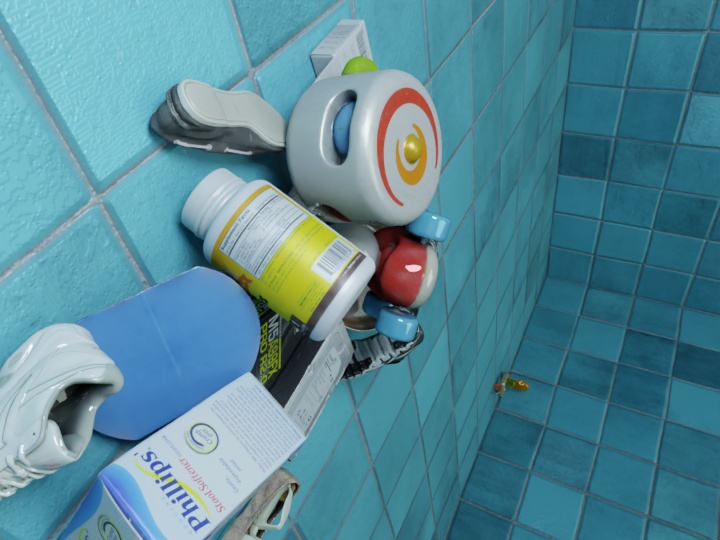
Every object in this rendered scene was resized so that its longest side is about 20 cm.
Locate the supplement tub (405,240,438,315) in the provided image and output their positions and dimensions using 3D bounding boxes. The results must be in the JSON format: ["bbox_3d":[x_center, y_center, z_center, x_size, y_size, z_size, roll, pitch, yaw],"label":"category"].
[{"bbox_3d":[0.073,0.006,1.037,0.201,0.122,0.123,-66,153,-19],"label":"supplement tub"}]

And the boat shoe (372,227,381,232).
[{"bbox_3d":[0.031,-0.083,0.981,0.201,0.056,0.069,-67,153,-17],"label":"boat shoe"}]

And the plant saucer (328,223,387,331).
[{"bbox_3d":[0.000,0.000,0.908,0.199,0.032,0.201,2,87,-36],"label":"plant saucer"}]

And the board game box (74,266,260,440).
[{"bbox_3d":[-0.205,0.079,0.569,0.199,0.039,0.159,-28,127,-24],"label":"board game box"}]

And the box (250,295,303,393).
[{"bbox_3d":[-0.139,0.128,0.733,0.160,0.044,0.201,-40,145,-50],"label":"box"}]

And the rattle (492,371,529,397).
[{"bbox_3d":[0.728,0.577,2.648,0.131,0.143,0.200,-57,161,5],"label":"rattle"}]

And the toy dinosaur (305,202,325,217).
[{"bbox_3d":[-0.059,-0.033,0.667,0.200,0.088,0.048,40,54,-21],"label":"toy dinosaur"}]

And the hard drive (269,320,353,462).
[{"bbox_3d":[-0.079,0.172,0.807,0.200,0.038,0.140,-59,157,-25],"label":"hard drive"}]

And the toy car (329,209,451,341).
[{"bbox_3d":[0.000,-0.021,0.799,0.177,0.199,0.185,-131,-123,-72],"label":"toy car"}]

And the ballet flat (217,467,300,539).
[{"bbox_3d":[-0.159,0.392,0.832,0.200,0.067,0.068,-54,147,-37],"label":"ballet flat"}]

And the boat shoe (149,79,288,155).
[{"bbox_3d":[-0.146,-0.161,0.601,0.200,0.057,0.067,-10,76,-66],"label":"boat shoe"}]

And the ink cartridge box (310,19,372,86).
[{"bbox_3d":[-0.027,-0.229,0.801,0.177,0.045,0.200,-60,150,-30],"label":"ink cartridge box"}]

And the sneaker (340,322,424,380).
[{"bbox_3d":[0.031,0.146,0.967,0.090,0.199,0.067,32,32,-59],"label":"sneaker"}]

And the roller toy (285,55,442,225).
[{"bbox_3d":[0.014,-0.145,0.670,0.183,0.139,0.201,-49,132,-37],"label":"roller toy"}]

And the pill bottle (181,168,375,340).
[{"bbox_3d":[-0.091,-0.022,0.590,0.109,0.200,0.109,-53,176,-5],"label":"pill bottle"}]

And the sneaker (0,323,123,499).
[{"bbox_3d":[-0.271,0.137,0.425,0.200,0.099,0.078,-56,148,-19],"label":"sneaker"}]

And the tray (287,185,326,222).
[{"bbox_3d":[-0.094,-0.066,0.777,0.201,0.022,0.108,-63,151,-24],"label":"tray"}]

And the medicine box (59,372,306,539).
[{"bbox_3d":[-0.184,0.232,0.566,0.182,0.103,0.200,-51,169,32],"label":"medicine box"}]
